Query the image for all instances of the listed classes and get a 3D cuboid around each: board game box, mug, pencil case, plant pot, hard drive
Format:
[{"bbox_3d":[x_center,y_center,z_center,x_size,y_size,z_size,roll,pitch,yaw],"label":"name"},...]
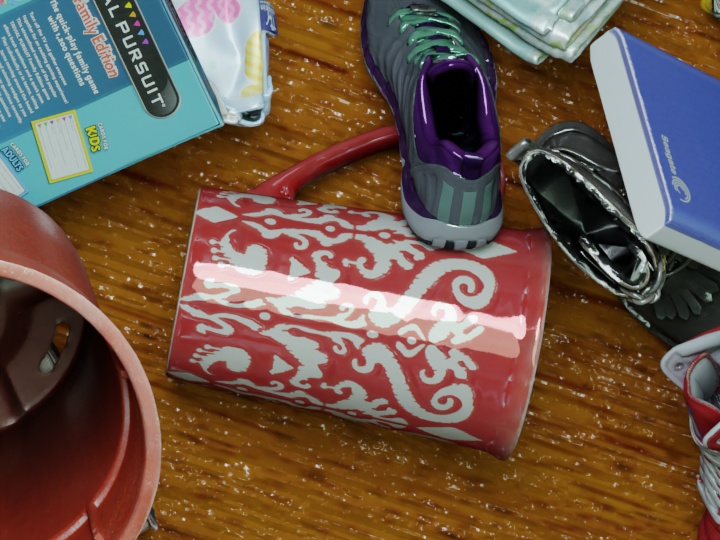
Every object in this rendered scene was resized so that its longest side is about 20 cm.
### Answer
[{"bbox_3d":[-0.194,-0.108,1.515,0.199,0.047,0.152,-24,115,1],"label":"board game box"},{"bbox_3d":[-0.002,0.010,1.613,0.199,0.178,0.134,10,133,-4],"label":"mug"},{"bbox_3d":[-0.147,-0.115,1.593,0.199,0.083,0.091,-4,72,-7],"label":"pencil case"},{"bbox_3d":[-0.206,0.053,1.446,0.199,0.195,0.202,-3,111,-7],"label":"plant pot"},{"bbox_3d":[0.215,-0.047,1.590,0.199,0.025,0.133,21,45,-40],"label":"hard drive"}]

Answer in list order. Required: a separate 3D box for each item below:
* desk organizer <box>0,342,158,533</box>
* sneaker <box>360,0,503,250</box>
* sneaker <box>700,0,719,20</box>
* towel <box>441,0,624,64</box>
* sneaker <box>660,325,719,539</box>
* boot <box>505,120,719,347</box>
[{"bbox_3d":[-0.197,0.075,1.596,0.077,0.072,0.201,-31,95,-4],"label":"desk organizer"},{"bbox_3d":[0.049,-0.112,1.576,0.074,0.088,0.201,-5,54,-12],"label":"sneaker"},{"bbox_3d":[0.246,-0.163,1.663,0.082,0.078,0.200,-33,100,21],"label":"sneaker"},{"bbox_3d":[0.088,-0.225,1.604,0.200,0.048,0.171,37,72,18],"label":"towel"},{"bbox_3d":[0.208,0.105,1.608,0.112,0.071,0.201,3,127,-28],"label":"sneaker"},{"bbox_3d":[0.154,-0.005,1.587,0.200,0.174,0.069,43,100,-4],"label":"boot"}]
